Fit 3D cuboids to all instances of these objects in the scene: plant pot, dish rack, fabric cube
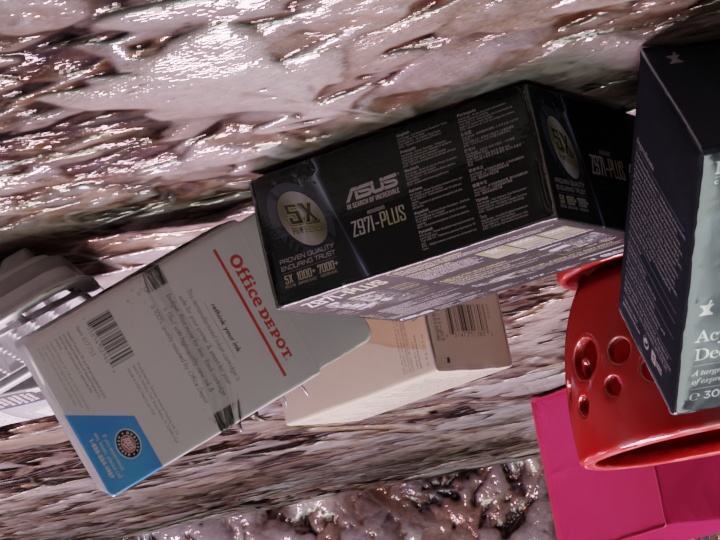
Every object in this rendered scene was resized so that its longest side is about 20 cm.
[{"bbox_3d":[0.253,0.053,1.998,0.200,0.183,0.200,-12,170,-2],"label":"plant pot"},{"bbox_3d":[-0.250,0.044,1.684,0.171,0.044,0.200,-31,169,-1],"label":"dish rack"},{"bbox_3d":[0.347,0.214,2.941,0.199,0.200,0.196,-2,167,-35],"label":"fabric cube"}]

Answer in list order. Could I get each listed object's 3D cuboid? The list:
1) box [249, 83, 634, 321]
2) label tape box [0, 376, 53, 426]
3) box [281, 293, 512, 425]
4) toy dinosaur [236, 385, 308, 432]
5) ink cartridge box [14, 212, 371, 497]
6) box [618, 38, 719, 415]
[{"bbox_3d":[0.061,-0.037,1.564,0.200,0.086,0.164,-18,168,28],"label":"box"},{"bbox_3d":[-0.314,0.087,1.883,0.200,0.066,0.143,-15,169,7],"label":"label tape box"},{"bbox_3d":[0.024,0.071,2.133,0.095,0.078,0.200,-2,166,-43],"label":"box"},{"bbox_3d":[-0.096,0.047,1.869,0.200,0.105,0.182,0,150,4],"label":"toy dinosaur"},{"bbox_3d":[-0.108,0.046,1.633,0.200,0.116,0.068,-30,-175,-12],"label":"ink cartridge box"},{"bbox_3d":[0.242,-0.032,1.474,0.148,0.107,0.200,-9,130,-11],"label":"box"}]
